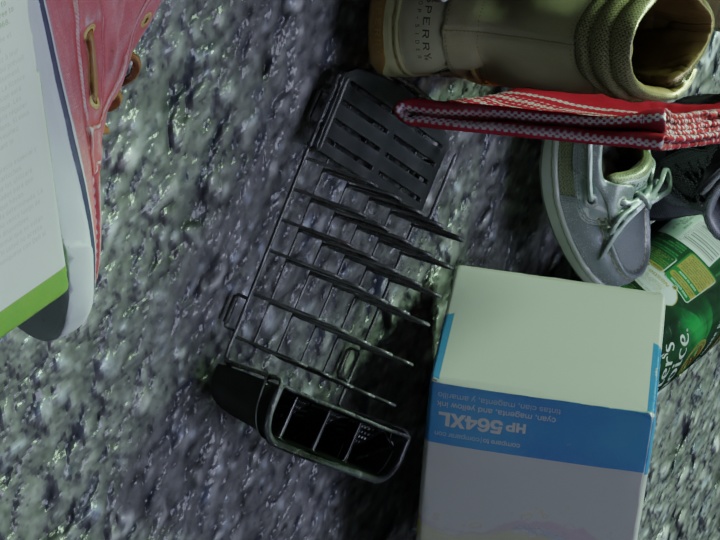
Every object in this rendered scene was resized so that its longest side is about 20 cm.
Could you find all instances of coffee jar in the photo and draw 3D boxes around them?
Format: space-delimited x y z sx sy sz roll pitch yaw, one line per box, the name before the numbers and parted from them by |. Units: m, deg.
coffee jar | 0.164 0.041 1.410 0.200 0.085 0.105 -31 158 -47

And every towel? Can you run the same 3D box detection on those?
towel | 0.114 -0.082 1.170 0.200 0.143 0.023 -14 109 -70

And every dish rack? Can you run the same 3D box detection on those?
dish rack | 0.000 0.000 1.154 0.153 0.054 0.202 28 82 -62

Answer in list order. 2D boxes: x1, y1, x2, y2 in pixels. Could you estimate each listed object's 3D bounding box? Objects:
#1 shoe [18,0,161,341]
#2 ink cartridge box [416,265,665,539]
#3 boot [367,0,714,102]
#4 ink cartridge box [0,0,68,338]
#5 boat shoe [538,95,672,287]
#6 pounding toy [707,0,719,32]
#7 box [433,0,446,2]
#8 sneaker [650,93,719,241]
shoe | -0.117 -0.073 0.894 0.091 0.071 0.202 -36 133 -38
ink cartridge box | 0.099 0.121 1.277 0.129 0.124 0.202 -72 169 -59
boot | 0.112 -0.130 1.148 0.200 0.154 0.074 -18 113 -60
ink cartridge box | -0.187 -0.053 0.788 0.148 0.075 0.202 -38 137 -42
boat shoe | 0.148 -0.081 1.304 0.074 0.064 0.204 -31 120 -48
pounding toy | 0.238 -0.238 1.351 0.200 0.141 0.186 -5 113 -70
box | 0.018 -0.244 0.918 0.164 0.165 0.202 -32 133 -49
sneaker | 0.217 -0.056 1.356 0.076 0.199 0.114 50 47 -16
